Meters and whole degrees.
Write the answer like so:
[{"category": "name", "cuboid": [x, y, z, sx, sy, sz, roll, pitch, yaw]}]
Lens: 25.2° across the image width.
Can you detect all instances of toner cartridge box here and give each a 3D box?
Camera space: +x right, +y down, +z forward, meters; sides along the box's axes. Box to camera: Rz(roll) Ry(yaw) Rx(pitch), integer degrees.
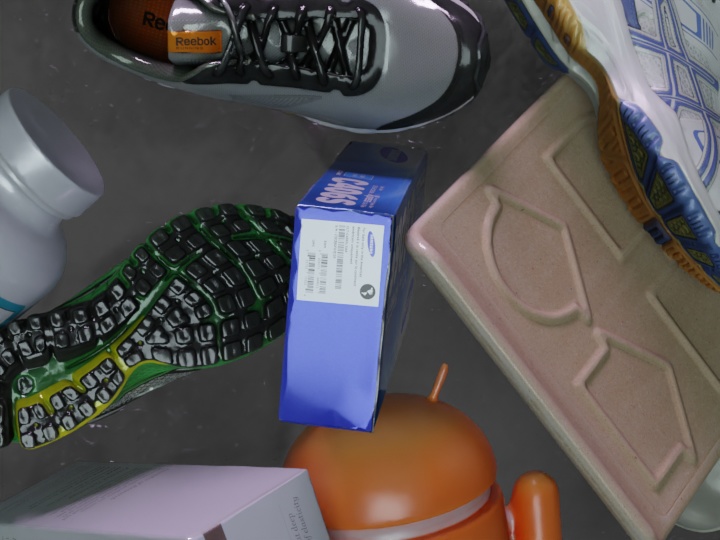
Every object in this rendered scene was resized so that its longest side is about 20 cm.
[{"category": "toner cartridge box", "cuboid": [0.000, 0.000, 0.753, 0.043, 0.200, 0.095, 8, 103, 4]}]

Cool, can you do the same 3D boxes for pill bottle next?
[{"category": "pill bottle", "cuboid": [-0.226, -0.003, 0.810, 0.200, 0.111, 0.111, -38, 98, 9]}]

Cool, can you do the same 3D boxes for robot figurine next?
[{"category": "robot figurine", "cuboid": [0.023, 0.150, 0.831, 0.143, 0.117, 0.201, -1, 105, 34]}]

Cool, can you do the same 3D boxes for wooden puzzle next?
[{"category": "wooden puzzle", "cuboid": [0.117, 0.012, 0.774, 0.185, 0.200, 0.046, 52, 137, -9]}]

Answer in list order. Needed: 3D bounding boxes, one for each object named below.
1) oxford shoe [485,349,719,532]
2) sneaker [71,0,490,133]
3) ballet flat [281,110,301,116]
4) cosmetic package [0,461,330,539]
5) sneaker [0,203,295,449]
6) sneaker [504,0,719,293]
[{"category": "oxford shoe", "cuboid": [0.122, 0.063, 0.826, 0.075, 0.058, 0.200, -33, 101, 33]}, {"category": "sneaker", "cuboid": [-0.039, -0.102, 0.737, 0.199, 0.079, 0.074, 9, 103, 16]}, {"category": "ballet flat", "cuboid": [0.000, -0.172, 0.788, 0.069, 0.063, 0.200, 29, 108, 20]}, {"category": "cosmetic package", "cuboid": [-0.100, 0.160, 0.800, 0.200, 0.081, 0.113, -4, 107, 45]}, {"category": "sneaker", "cuboid": [-0.112, 0.026, 0.834, 0.200, 0.085, 0.078, -24, 89, -7]}, {"category": "sneaker", "cuboid": [0.146, -0.089, 0.742, 0.088, 0.075, 0.200, -29, 91, -11]}]
